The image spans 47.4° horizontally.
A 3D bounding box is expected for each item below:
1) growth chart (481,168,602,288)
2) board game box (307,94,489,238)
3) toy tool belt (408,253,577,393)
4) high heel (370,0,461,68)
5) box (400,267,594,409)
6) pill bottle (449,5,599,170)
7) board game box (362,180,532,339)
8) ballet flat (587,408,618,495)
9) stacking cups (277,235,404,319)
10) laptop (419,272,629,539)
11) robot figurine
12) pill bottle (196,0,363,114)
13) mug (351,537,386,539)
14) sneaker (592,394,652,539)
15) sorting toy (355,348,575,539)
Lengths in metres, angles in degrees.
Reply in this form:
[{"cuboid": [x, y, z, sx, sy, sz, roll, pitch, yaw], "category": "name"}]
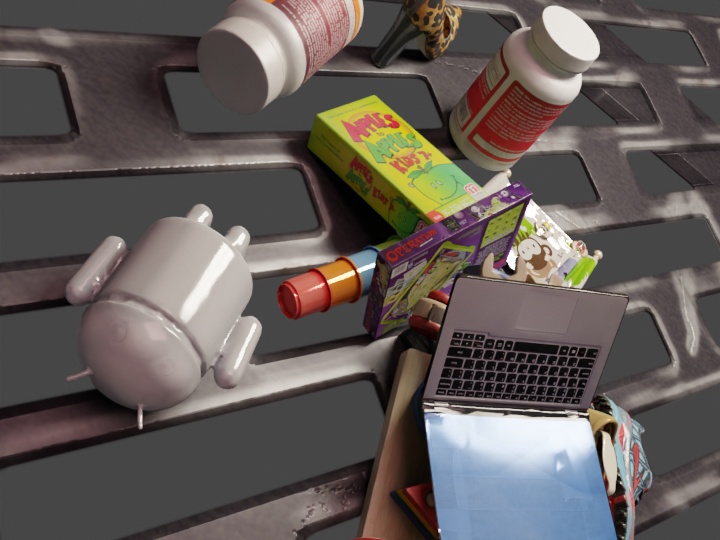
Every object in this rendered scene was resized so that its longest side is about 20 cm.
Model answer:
[{"cuboid": [0.225, -0.042, 1.072, 0.199, 0.018, 0.145, 42, 49, -5], "category": "growth chart"}, {"cuboid": [0.043, -0.112, 0.929, 0.101, 0.048, 0.200, -27, 62, -39], "category": "board game box"}, {"cuboid": [0.146, 0.039, 0.835, 0.198, 0.124, 0.125, 29, 78, -26], "category": "toy tool belt"}, {"cuboid": [0.109, -0.345, 1.078, 0.072, 0.142, 0.199, 50, 50, 1], "category": "high heel"}, {"cuboid": [0.157, 0.116, 0.922, 0.158, 0.046, 0.202, -28, 83, -40], "category": "box"}, {"cuboid": [0.205, -0.228, 1.036, 0.110, 0.200, 0.114, 15, 53, -21], "category": "pill bottle"}, {"cuboid": [0.093, -0.012, 0.876, 0.198, 0.121, 0.032, -27, 55, -28], "category": "board game box"}, {"cuboid": [0.232, 0.244, 0.857, 0.068, 0.062, 0.204, 23, 70, -38], "category": "ballet flat"}, {"cuboid": [0.000, 0.000, 0.875, 0.197, 0.060, 0.061, -16, 74, -37], "category": "stacking cups"}, {"cuboid": [0.159, 0.127, 0.732, 0.183, 0.204, 0.116, 6, 22, -20], "category": "laptop"}, {"cuboid": [-0.166, 0.036, 0.708, 0.167, 0.114, 0.202, 27, 52, 1], "category": "robot figurine"}, {"cuboid": [-0.089, -0.267, 0.924, 0.114, 0.114, 0.201, 43, 49, -5], "category": "pill bottle"}, {"cuboid": [0.006, 0.318, 0.635, 0.132, 0.179, 0.201, 29, 47, -1], "category": "mug"}, {"cuboid": [0.298, 0.244, 0.925, 0.094, 0.079, 0.203, 26, 54, -22], "category": "sneaker"}, {"cuboid": [0.116, 0.197, 0.796, 0.195, 0.070, 0.203, 21, 66, -12], "category": "sorting toy"}]
